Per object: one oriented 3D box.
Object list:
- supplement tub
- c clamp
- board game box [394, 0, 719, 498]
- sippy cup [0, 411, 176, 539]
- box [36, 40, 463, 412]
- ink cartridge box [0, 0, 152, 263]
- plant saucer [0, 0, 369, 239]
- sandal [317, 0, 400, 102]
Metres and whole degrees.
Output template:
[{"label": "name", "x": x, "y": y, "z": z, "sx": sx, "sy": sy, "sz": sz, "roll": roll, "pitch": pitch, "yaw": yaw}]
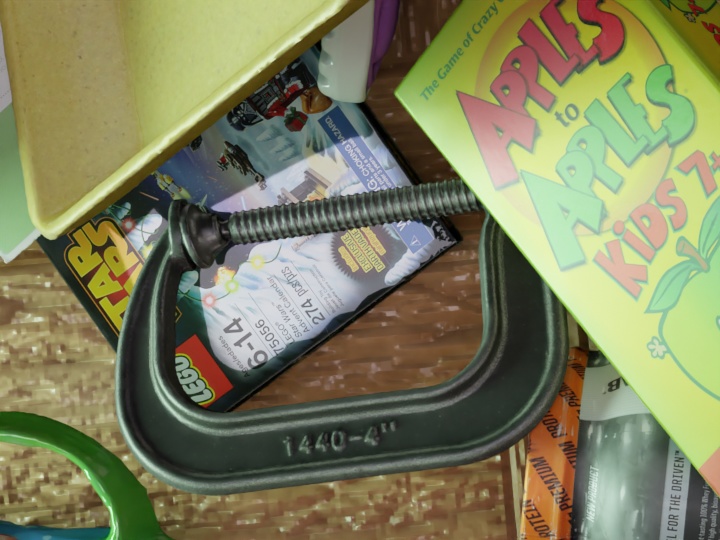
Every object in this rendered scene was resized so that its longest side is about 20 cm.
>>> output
[{"label": "supplement tub", "x": 0.161, "y": 0.085, "z": 0.993, "sx": 0.198, "sy": 0.123, "sz": 0.124, "roll": 6, "pitch": 93, "yaw": 6}, {"label": "c clamp", "x": 0.000, "y": 0.000, "z": 0.999, "sx": 0.198, "sy": 0.027, "sz": 0.172, "roll": -13, "pitch": 66, "yaw": 8}, {"label": "board game box", "x": 0.108, "y": -0.026, "z": 0.921, "sx": 0.200, "sy": 0.047, "sz": 0.102, "roll": 52, "pitch": 124, "yaw": 21}, {"label": "sippy cup", "x": -0.146, "y": 0.153, "z": 1.033, "sx": 0.129, "sy": 0.140, "sz": 0.179, "roll": 14, "pitch": 68, "yaw": 16}, {"label": "box", "x": -0.072, "y": -0.052, "z": 1.055, "sx": 0.137, "sy": 0.040, "sz": 0.201, "roll": -37, "pitch": 88, "yaw": 7}, {"label": "ink cartridge box", "x": -0.126, "y": -0.114, "z": 1.008, "sx": 0.145, "sy": 0.048, "sz": 0.200, "roll": -41, "pitch": 68, "yaw": 5}, {"label": "plant saucer", "x": -0.057, "y": -0.136, "z": 0.900, "sx": 0.200, "sy": 0.048, "sz": 0.201, "roll": -34, "pitch": 61, "yaw": 48}, {"label": "sandal", "x": 0.020, "y": -0.133, "z": 0.948, "sx": 0.049, "sy": 0.203, "sz": 0.083, "roll": 13, "pitch": 61, "yaw": 0}]
